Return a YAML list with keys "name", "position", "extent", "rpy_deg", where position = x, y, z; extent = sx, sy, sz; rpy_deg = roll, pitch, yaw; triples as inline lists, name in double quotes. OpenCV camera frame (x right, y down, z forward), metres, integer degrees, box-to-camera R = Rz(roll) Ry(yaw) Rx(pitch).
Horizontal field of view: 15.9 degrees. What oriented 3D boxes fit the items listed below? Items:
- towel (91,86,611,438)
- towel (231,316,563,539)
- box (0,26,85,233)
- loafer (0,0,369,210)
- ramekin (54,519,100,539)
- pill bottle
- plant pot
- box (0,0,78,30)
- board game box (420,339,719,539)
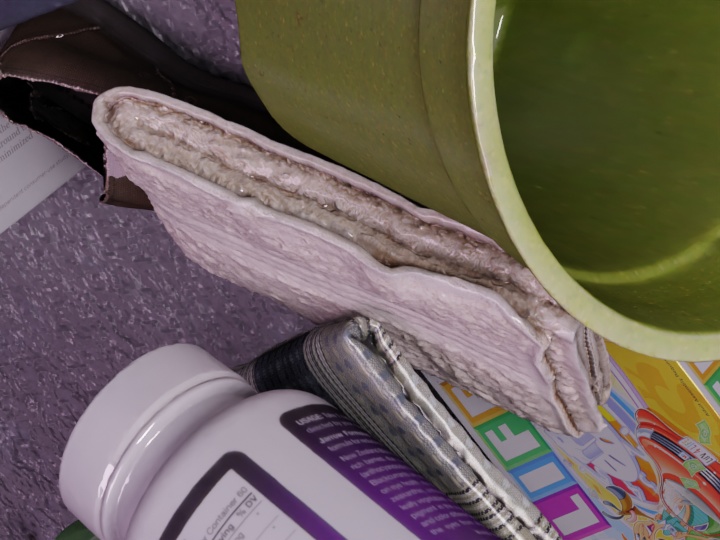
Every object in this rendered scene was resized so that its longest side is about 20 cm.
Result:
- name: "towel"
  position: [0.000, 0.000, 0.961]
  extent: [0.200, 0.035, 0.133]
  rpy_deg: [24, 165, 20]
- name: "towel"
  position: [0.037, 0.101, 1.035]
  extent: [0.200, 0.035, 0.193]
  rpy_deg: [49, 161, -4]
- name: "box"
  position: [-0.230, -0.098, 1.118]
  extent: [0.106, 0.152, 0.200]
  rpy_deg: [11, 130, 40]
- name: "loafer"
  position: [-0.079, -0.044, 1.084]
  extent: [0.200, 0.071, 0.073]
  rpy_deg: [30, 140, 22]
- name: "ramekin"
  position: [-0.033, 0.160, 1.127]
  extent: [0.098, 0.200, 0.200]
  rpy_deg: [-42, 90, 11]
- name: "pill bottle"
  position: [-0.018, 0.114, 0.952]
  extent: [0.200, 0.111, 0.112]
  rpy_deg: [37, 144, 29]
- name: "plant pot"
  position: [0.058, -0.086, 0.839]
  extent: [0.190, 0.200, 0.200]
  rpy_deg: [16, 135, 54]
- name: "box"
  position: [-0.061, -0.180, 0.836]
  extent: [0.200, 0.197, 0.118]
  rpy_deg: [-12, 115, 49]
- name: "board game box"
  position: [0.104, 0.058, 1.026]
  extent: [0.200, 0.034, 0.134]
  rpy_deg: [52, 144, -6]
